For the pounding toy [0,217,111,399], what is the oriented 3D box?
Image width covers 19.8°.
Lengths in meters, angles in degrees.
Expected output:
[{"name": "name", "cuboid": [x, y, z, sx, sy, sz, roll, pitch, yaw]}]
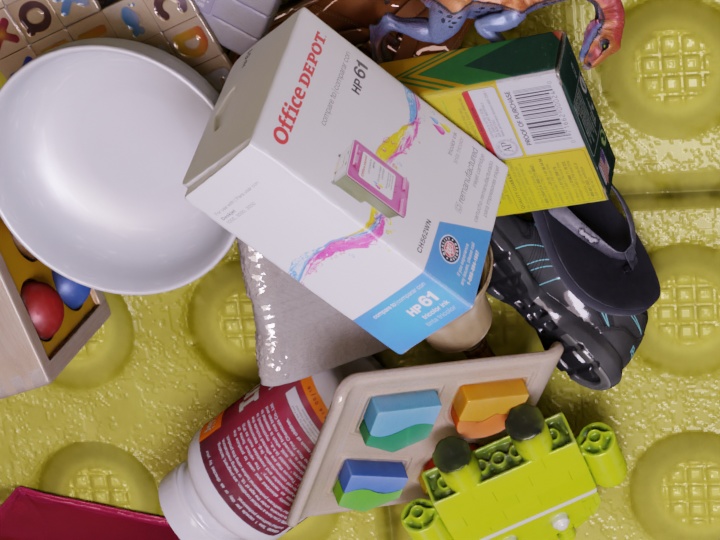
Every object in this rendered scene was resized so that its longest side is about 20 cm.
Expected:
[{"name": "pounding toy", "cuboid": [-0.288, -0.014, 1.639, 0.142, 0.184, 0.200, -17, 105, 17]}]

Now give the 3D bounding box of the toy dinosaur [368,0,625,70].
[{"name": "toy dinosaur", "cuboid": [0.089, -0.187, 1.479, 0.181, 0.200, 0.105, -4, 78, 31]}]

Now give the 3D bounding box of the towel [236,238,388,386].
[{"name": "towel", "cuboid": [0.000, 0.000, 1.606, 0.200, 0.034, 0.133, -18, 110, -25]}]

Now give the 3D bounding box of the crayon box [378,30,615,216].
[{"name": "crayon box", "cuboid": [0.072, -0.098, 1.512, 0.200, 0.051, 0.127, -8, 132, 23]}]

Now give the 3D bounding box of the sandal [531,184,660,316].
[{"name": "sandal", "cuboid": [0.165, -0.052, 1.571, 0.200, 0.076, 0.043, 58, 148, -3]}]

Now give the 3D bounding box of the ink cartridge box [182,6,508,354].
[{"name": "ink cartridge box", "cuboid": [-0.007, -0.062, 1.428, 0.200, 0.145, 0.085, 35, 136, -20]}]

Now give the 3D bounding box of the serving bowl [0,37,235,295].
[{"name": "serving bowl", "cuboid": [-0.171, -0.084, 1.506, 0.200, 0.066, 0.200, 7, 121, 11]}]

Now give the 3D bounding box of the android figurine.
[{"name": "android figurine", "cuboid": [0.124, 0.178, 1.643, 0.182, 0.041, 0.200, -23, 144, 2]}]

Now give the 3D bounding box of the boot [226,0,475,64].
[{"name": "boot", "cuboid": [-0.017, -0.159, 1.596, 0.155, 0.077, 0.200, 31, 106, -4]}]

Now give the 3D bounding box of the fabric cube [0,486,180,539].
[{"name": "fabric cube", "cuboid": [-0.240, 0.326, 1.747, 0.196, 0.200, 0.200, 10, 110, 9]}]

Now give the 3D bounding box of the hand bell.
[{"name": "hand bell", "cuboid": [0.089, 0.061, 1.619, 0.104, 0.104, 0.200, -16, 138, 17]}]

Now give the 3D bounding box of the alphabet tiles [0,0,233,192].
[{"name": "alphabet tiles", "cuboid": [-0.185, -0.156, 1.511, 0.167, 0.008, 0.200, -21, 111, 24]}]

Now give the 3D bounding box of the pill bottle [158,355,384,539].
[{"name": "pill bottle", "cuboid": [-0.066, 0.150, 1.689, 0.200, 0.113, 0.113, -37, 98, 21]}]

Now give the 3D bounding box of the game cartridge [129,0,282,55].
[{"name": "game cartridge", "cuboid": [-0.141, -0.246, 1.470, 0.200, 0.038, 0.130, 28, 131, 2]}]

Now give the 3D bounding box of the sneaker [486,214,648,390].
[{"name": "sneaker", "cuboid": [0.145, 0.001, 1.614, 0.200, 0.075, 0.079, 48, 67, -11]}]

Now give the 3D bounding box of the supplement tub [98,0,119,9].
[{"name": "supplement tub", "cuboid": [-0.194, -0.158, 1.599, 0.122, 0.123, 0.200, 6, 110, 10]}]

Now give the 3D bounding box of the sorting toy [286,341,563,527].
[{"name": "sorting toy", "cuboid": [0.051, 0.133, 1.602, 0.200, 0.036, 0.185, -9, 144, -25]}]
